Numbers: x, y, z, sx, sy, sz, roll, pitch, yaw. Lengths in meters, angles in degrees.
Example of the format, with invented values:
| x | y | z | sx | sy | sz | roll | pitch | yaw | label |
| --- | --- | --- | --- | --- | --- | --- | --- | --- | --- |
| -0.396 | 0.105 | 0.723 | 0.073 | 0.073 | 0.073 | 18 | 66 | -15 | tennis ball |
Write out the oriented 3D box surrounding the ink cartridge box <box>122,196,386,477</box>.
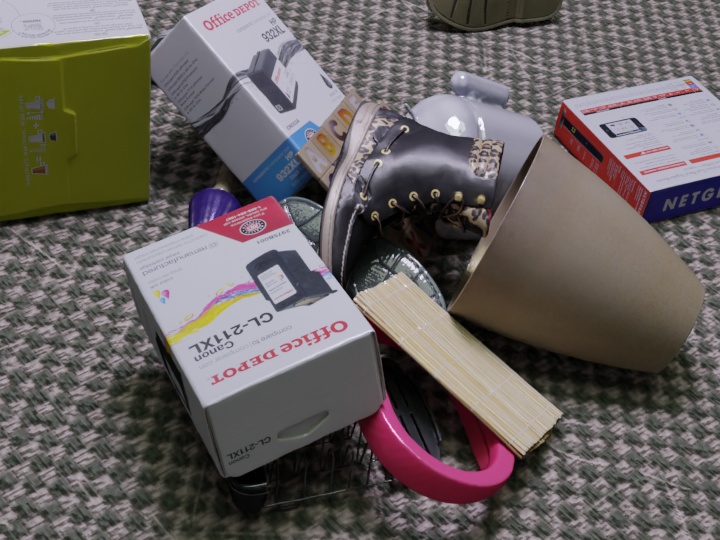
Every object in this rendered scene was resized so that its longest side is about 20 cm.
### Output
| x | y | z | sx | sy | sz | roll | pitch | yaw | label |
| --- | --- | --- | --- | --- | --- | --- | --- | --- | --- |
| -0.087 | 0.046 | 0.927 | 0.144 | 0.084 | 0.200 | -23 | 43 | -16 | ink cartridge box |

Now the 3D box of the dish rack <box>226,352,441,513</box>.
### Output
| x | y | z | sx | sy | sz | roll | pitch | yaw | label |
| --- | --- | --- | --- | --- | --- | --- | --- | --- | --- |
| -0.032 | 0.123 | 0.974 | 0.197 | 0.055 | 0.154 | -7 | 45 | -19 | dish rack |

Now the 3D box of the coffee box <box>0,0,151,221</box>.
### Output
| x | y | z | sx | sy | sz | roll | pitch | yaw | label |
| --- | --- | --- | --- | --- | --- | --- | --- | --- | --- |
| -0.326 | -0.191 | 1.157 | 0.197 | 0.202 | 0.199 | -9 | 45 | -20 | coffee box |

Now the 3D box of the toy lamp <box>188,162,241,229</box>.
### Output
| x | y | z | sx | sy | sz | roll | pitch | yaw | label |
| --- | --- | --- | --- | --- | --- | --- | --- | --- | --- |
| -0.138 | -0.095 | 1.193 | 0.057 | 0.059 | 0.201 | 9 | 42 | 0 | toy lamp |

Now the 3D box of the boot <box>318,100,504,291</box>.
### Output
| x | y | z | sx | sy | sz | roll | pitch | yaw | label |
| --- | --- | --- | --- | --- | --- | --- | --- | --- | --- |
| 0.046 | -0.058 | 1.063 | 0.148 | 0.074 | 0.202 | 12 | 59 | 6 | boot |

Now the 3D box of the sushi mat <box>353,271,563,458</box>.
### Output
| x | y | z | sx | sy | sz | roll | pitch | yaw | label |
| --- | --- | --- | --- | --- | --- | --- | --- | --- | --- |
| 0.087 | 0.078 | 1.007 | 0.200 | 0.012 | 0.095 | 42 | 29 | 13 | sushi mat |

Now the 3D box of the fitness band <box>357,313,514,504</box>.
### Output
| x | y | z | sx | sy | sz | roll | pitch | yaw | label |
| --- | --- | --- | --- | --- | --- | --- | --- | --- | --- |
| 0.055 | 0.112 | 0.970 | 0.142 | 0.038 | 0.201 | 19 | 31 | -31 | fitness band |

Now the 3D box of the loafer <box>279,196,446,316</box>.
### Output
| x | y | z | sx | sy | sz | roll | pitch | yaw | label |
| --- | --- | --- | --- | --- | --- | --- | --- | --- | --- |
| 0.000 | 0.000 | 1.109 | 0.199 | 0.063 | 0.072 | 36 | 77 | 15 | loafer |

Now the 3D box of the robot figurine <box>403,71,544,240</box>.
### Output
| x | y | z | sx | sy | sz | roll | pitch | yaw | label |
| --- | --- | --- | --- | --- | --- | --- | --- | --- | --- |
| 0.115 | -0.115 | 1.194 | 0.198 | 0.172 | 0.112 | 10 | -7 | -36 | robot figurine |

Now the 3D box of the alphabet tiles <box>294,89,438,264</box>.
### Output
| x | y | z | sx | sy | sz | roll | pitch | yaw | label |
| --- | --- | --- | --- | --- | --- | --- | --- | --- | --- |
| 0.025 | -0.099 | 1.189 | 0.167 | 0.008 | 0.200 | 47 | 35 | -10 | alphabet tiles |

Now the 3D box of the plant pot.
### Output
| x | y | z | sx | sy | sz | roll | pitch | yaw | label |
| --- | --- | --- | --- | --- | --- | --- | --- | --- | --- |
| 0.209 | 0.006 | 1.072 | 0.198 | 0.188 | 0.188 | 30 | 44 | 2 | plant pot |

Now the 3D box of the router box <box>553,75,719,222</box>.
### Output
| x | y | z | sx | sy | sz | roll | pitch | yaw | label |
| --- | --- | --- | --- | --- | --- | --- | --- | --- | --- |
| 0.355 | -0.144 | 1.342 | 0.197 | 0.049 | 0.180 | -13 | 46 | -23 | router box |

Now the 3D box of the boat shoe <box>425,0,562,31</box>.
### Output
| x | y | z | sx | sy | sz | roll | pitch | yaw | label |
| --- | --- | --- | --- | --- | --- | --- | --- | --- | --- |
| 0.170 | -0.368 | 1.546 | 0.197 | 0.076 | 0.069 | -3 | 36 | -24 | boat shoe |

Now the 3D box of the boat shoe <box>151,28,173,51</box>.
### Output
| x | y | z | sx | sy | sz | roll | pitch | yaw | label |
| --- | --- | --- | --- | --- | --- | --- | --- | --- | --- |
| -0.156 | -0.226 | 1.333 | 0.197 | 0.069 | 0.057 | 16 | 45 | 17 | boat shoe |

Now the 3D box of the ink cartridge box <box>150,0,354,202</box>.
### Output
| x | y | z | sx | sy | sz | roll | pitch | yaw | label |
| --- | --- | --- | --- | --- | --- | --- | --- | --- | --- |
| -0.104 | -0.179 | 1.187 | 0.200 | 0.084 | 0.145 | 49 | 35 | -4 | ink cartridge box |
